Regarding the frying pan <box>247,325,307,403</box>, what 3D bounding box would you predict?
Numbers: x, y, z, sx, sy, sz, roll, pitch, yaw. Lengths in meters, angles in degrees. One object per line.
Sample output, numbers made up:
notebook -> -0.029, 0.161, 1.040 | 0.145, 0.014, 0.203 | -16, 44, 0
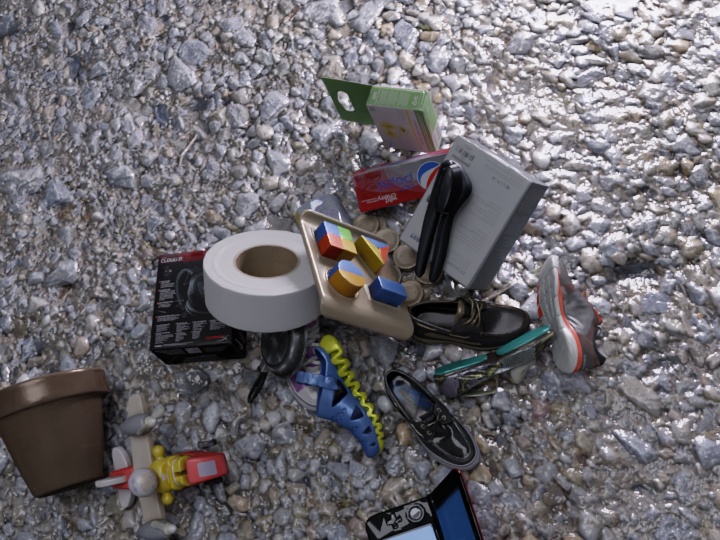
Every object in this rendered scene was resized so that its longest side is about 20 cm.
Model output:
frying pan -> -0.147, 0.129, 1.623 | 0.190, 0.031, 0.115 | -34, 58, 42

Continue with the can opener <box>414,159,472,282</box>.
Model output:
can opener -> 0.122, -0.078, 1.592 | 0.063, 0.079, 0.200 | 32, 117, 36

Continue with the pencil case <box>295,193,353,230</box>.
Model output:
pencil case -> -0.041, -0.031, 1.690 | 0.091, 0.083, 0.200 | -31, 61, 9

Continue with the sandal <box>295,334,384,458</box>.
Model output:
sandal -> -0.033, 0.205, 1.566 | 0.087, 0.079, 0.200 | -29, 84, -15

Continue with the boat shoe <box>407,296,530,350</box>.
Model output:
boat shoe -> 0.167, 0.082, 1.601 | 0.200, 0.073, 0.075 | -4, 64, 14

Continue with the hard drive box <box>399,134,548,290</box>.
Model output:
hard drive box -> 0.181, -0.092, 1.634 | 0.156, 0.077, 0.200 | 38, 106, 27

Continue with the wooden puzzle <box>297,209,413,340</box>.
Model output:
wooden puzzle -> 0.000, 0.000, 1.575 | 0.046, 0.185, 0.200 | -42, 45, 32

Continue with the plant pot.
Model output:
plant pot -> -0.493, 0.269, 1.644 | 0.200, 0.200, 0.175 | -20, 79, 5

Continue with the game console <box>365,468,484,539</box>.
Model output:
game console -> 0.098, 0.410, 1.435 | 0.172, 0.119, 0.200 | -20, 61, 5

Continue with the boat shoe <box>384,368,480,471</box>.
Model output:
boat shoe -> 0.105, 0.224, 1.553 | 0.070, 0.066, 0.200 | -38, 61, -5

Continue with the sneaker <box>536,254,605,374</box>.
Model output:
sneaker -> 0.332, 0.069, 1.578 | 0.082, 0.077, 0.200 | 0, 63, -14

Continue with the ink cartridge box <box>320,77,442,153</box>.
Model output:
ink cartridge box -> 0.034, -0.270, 1.768 | 0.200, 0.146, 0.048 | 10, 69, 20

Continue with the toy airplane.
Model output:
toy airplane -> -0.329, 0.321, 1.581 | 0.200, 0.141, 0.199 | 36, 99, 12

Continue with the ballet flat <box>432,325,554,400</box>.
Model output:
ballet flat -> 0.214, 0.150, 1.565 | 0.200, 0.072, 0.072 | -23, 61, 8

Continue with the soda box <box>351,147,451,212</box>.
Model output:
soda box -> 0.090, -0.158, 1.731 | 0.200, 0.063, 0.070 | -12, 103, 9

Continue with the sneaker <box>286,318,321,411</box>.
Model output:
sneaker -> -0.089, 0.119, 1.624 | 0.072, 0.114, 0.201 | -11, 61, -15

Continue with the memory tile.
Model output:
memory tile -> 0.028, 0.001, 1.712 | 0.200, 0.017, 0.153 | 37, 79, 26

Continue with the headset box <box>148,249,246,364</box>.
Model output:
headset box -> -0.272, 0.051, 1.735 | 0.148, 0.077, 0.200 | -6, 63, 12

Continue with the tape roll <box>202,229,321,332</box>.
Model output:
tape roll -> -0.147, 0.013, 1.596 | 0.202, 0.071, 0.203 | 1, 31, -1
